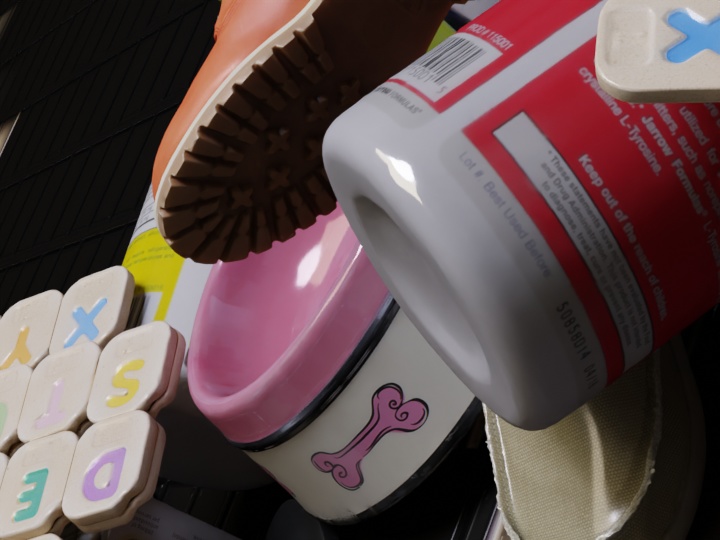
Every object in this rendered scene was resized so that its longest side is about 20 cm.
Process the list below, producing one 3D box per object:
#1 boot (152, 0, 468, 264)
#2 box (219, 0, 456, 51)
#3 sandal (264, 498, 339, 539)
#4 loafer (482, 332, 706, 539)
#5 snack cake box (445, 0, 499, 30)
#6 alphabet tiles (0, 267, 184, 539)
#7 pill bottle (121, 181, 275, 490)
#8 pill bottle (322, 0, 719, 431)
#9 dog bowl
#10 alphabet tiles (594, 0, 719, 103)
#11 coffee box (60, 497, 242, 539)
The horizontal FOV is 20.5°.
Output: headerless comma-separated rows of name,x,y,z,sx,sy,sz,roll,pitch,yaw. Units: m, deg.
boot,-0.026,-0.098,0.773,0.201,0.075,0.107,-54,44,-3
box,-0.008,-0.121,0.988,0.048,0.122,0.200,-53,21,-2
sandal,-0.058,0.186,0.834,0.075,0.045,0.201,-20,46,60
loafer,0.069,0.017,0.678,0.075,0.068,0.201,-23,49,34
snack cake box,0.079,-0.217,0.987,0.201,0.067,0.115,-61,22,1
alphabet tiles,-0.166,0.086,0.884,0.199,0.015,0.197,-18,44,29
pill bottle,-0.060,-0.002,0.982,0.109,0.109,0.201,-30,37,53
pill bottle,0.097,-0.052,0.603,0.199,0.113,0.112,-35,19,-9
dog bowl,0.000,0.000,0.832,0.200,0.074,0.201,-49,23,29
alphabet tiles,0.162,-0.088,0.531,0.015,0.194,0.201,75,-162,-48
coffee box,-0.127,0.214,0.910,0.114,0.079,0.201,-31,36,55
